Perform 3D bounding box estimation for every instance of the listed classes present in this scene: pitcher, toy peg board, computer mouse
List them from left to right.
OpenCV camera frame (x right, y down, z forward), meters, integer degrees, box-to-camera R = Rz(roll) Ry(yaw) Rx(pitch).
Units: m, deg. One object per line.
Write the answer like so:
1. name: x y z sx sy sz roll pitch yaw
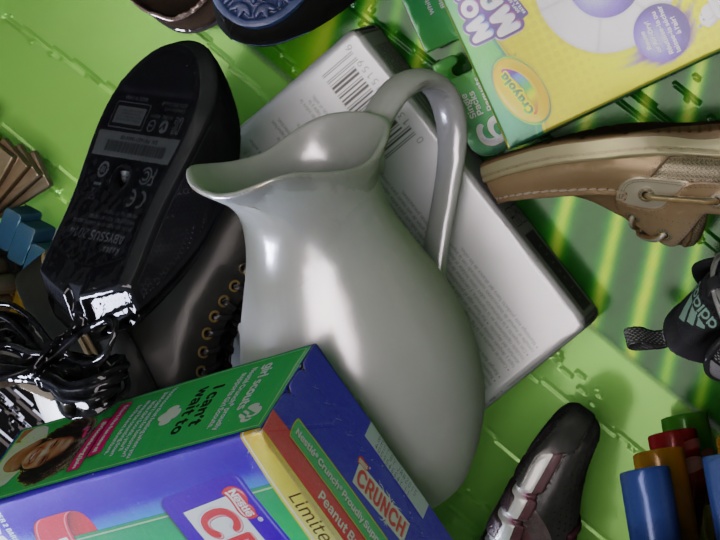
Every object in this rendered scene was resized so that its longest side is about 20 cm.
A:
1. computer mouse: -0.116 -0.020 1.337 0.138 0.053 0.201 18 80 51
2. pitcher: 0.010 0.012 1.332 0.121 0.171 0.201 11 124 48
3. toy peg board: 0.216 0.103 1.295 0.199 0.199 0.099 -13 79 17

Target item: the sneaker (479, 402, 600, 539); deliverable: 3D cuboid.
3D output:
1. sneaker: 0.113 0.173 1.398 0.115 0.076 0.201 27 115 6

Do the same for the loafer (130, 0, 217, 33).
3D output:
1. loafer: -0.140 -0.211 1.405 0.073 0.071 0.200 -38 87 18

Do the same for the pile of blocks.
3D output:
1. pile of blocks: -0.211 -0.021 1.446 0.082 0.062 0.201 -32 81 22

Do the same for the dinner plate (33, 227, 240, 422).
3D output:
1. dinner plate: -0.099 0.044 1.458 0.199 0.024 0.202 3 100 15

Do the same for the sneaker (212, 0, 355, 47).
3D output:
1. sneaker: 0.002 -0.192 1.374 0.200 0.078 0.070 -38 84 -3

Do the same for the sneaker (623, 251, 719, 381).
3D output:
1. sneaker: 0.188 0.007 1.296 0.139 0.200 0.078 -18 48 24

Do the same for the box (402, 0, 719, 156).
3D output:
1. box: 0.120 -0.146 1.353 0.199 0.048 0.118 -25 90 20

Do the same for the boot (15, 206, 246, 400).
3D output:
1. boot: -0.076 0.044 1.378 0.138 0.077 0.200 -37 85 13

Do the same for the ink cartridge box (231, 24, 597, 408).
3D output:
1. ink cartridge box: 0.000 0.000 1.412 0.173 0.044 0.200 -39 87 19

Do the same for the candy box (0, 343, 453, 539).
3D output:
1. candy box: -0.067 0.140 1.293 0.199 0.077 0.170 -19 117 33

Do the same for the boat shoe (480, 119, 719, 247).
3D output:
1. boat shoe: 0.160 -0.043 1.344 0.199 0.071 0.065 -4 97 15
